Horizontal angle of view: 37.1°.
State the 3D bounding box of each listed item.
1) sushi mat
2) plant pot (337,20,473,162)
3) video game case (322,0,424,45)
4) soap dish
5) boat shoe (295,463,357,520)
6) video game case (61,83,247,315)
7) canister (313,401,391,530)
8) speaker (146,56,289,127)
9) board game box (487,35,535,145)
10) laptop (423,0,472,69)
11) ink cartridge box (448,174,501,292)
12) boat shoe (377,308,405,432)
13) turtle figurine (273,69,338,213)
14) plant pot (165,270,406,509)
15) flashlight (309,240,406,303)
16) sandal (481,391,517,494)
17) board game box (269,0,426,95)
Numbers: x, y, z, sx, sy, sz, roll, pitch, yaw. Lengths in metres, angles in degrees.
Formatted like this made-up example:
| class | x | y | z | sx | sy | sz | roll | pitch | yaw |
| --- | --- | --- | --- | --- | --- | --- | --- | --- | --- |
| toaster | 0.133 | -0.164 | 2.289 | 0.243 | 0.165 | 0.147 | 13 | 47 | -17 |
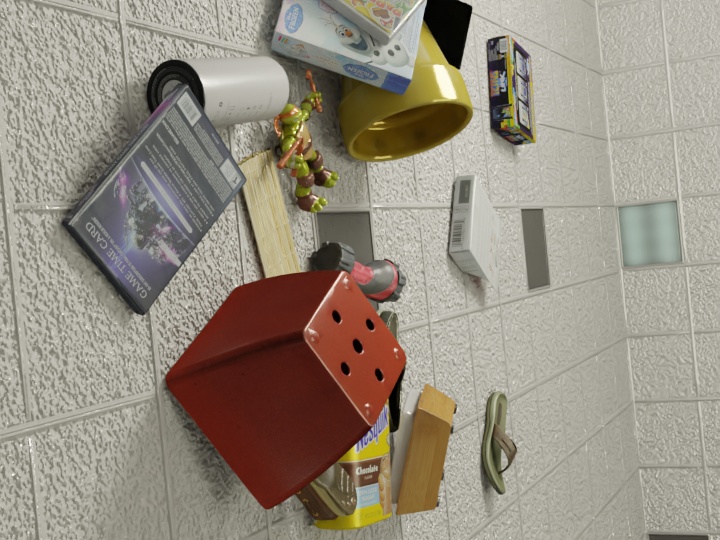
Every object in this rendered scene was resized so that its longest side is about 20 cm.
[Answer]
| class | x | y | z | sx | sy | sz | roll | pitch | yaw |
| --- | --- | --- | --- | --- | --- | --- | --- | --- | --- |
| sushi mat | -0.115 | -0.055 | 1.405 | 0.096 | 0.012 | 0.203 | -41 | 122 | -58 |
| plant pot | 0.051 | -0.291 | 1.610 | 0.200 | 0.198 | 0.192 | 13 | 59 | -63 |
| video game case | 0.003 | -0.427 | 1.498 | 0.183 | 0.199 | 0.023 | -53 | 178 | -32 |
| soap dish | 0.093 | 0.266 | 1.609 | 0.200 | 0.080 | 0.160 | -29 | 130 | -82 |
| boat shoe | -0.084 | 0.241 | 1.349 | 0.201 | 0.067 | 0.072 | 54 | 26 | -19 |
| video game case | -0.210 | -0.075 | 1.132 | 0.201 | 0.019 | 0.144 | -55 | 137 | -25 |
| canister | -0.012 | 0.245 | 1.481 | 0.148 | 0.085 | 0.204 | 6 | 81 | -63 |
| speaker | -0.162 | -0.209 | 1.261 | 0.199 | 0.080 | 0.083 | -26 | 108 | -62 |
| board game box | 0.332 | -0.391 | 2.348 | 0.165 | 0.056 | 0.204 | 16 | 70 | -65 |
| laptop | 0.093 | -0.442 | 1.681 | 0.188 | 0.114 | 0.203 | 94 | -12 | -71 |
| ink cartridge box | 0.226 | -0.066 | 2.088 | 0.200 | 0.056 | 0.165 | 55 | 37 | -59 |
| boat shoe | 0.041 | 0.153 | 1.634 | 0.072 | 0.059 | 0.205 | 48 | 44 | -51 |
| turtle figurine | -0.083 | -0.158 | 1.434 | 0.202 | 0.063 | 0.163 | -81 | 159 | -45 |
| plant pot | -0.066 | 0.115 | 1.229 | 0.201 | 0.175 | 0.201 | 53 | 36 | -15 |
| flashlight | 0.000 | 0.000 | 1.572 | 0.199 | 0.067 | 0.069 | 28 | 62 | -61 |
| sandal | 0.276 | 0.333 | 2.092 | 0.080 | 0.056 | 0.204 | 41 | 49 | -55 |
| board game box | -0.011 | -0.363 | 1.499 | 0.043 | 0.196 | 0.203 | 125 | -20 | -58 |
